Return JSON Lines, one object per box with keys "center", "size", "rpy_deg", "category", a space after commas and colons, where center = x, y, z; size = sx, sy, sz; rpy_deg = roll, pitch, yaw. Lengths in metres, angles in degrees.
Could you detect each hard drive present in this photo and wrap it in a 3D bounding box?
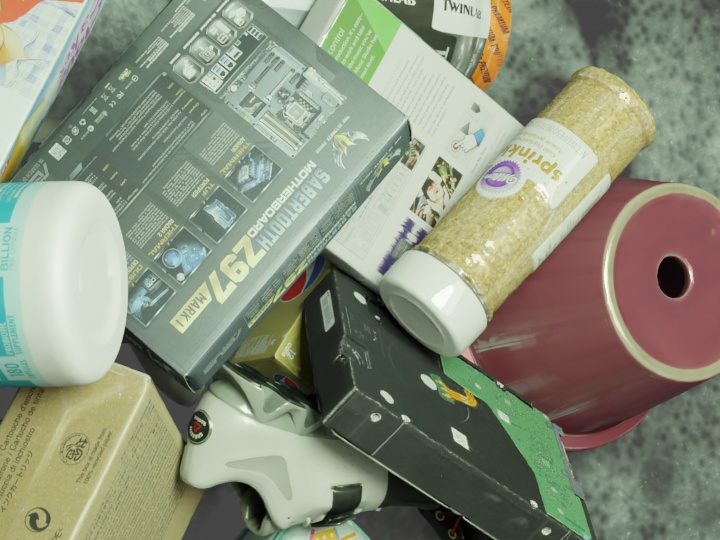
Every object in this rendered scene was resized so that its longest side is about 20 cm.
{"center": [0.053, 0.095, 1.424], "size": [0.199, 0.140, 0.038], "rpy_deg": [34, 112, -24], "category": "hard drive"}

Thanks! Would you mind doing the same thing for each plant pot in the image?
{"center": [0.159, 0.018, 1.537], "size": [0.199, 0.179, 0.202], "rpy_deg": [4, 82, -30], "category": "plant pot"}

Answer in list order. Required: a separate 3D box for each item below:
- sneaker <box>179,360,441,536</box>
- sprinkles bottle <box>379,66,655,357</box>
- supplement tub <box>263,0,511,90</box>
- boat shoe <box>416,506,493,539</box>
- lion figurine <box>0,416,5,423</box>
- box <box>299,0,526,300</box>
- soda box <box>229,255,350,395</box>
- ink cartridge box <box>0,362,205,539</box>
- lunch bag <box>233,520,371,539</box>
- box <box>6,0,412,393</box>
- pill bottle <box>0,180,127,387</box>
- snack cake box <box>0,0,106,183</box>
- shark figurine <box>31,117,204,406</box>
{"center": [-0.031, 0.123, 1.407], "size": [0.199, 0.074, 0.089], "rpy_deg": [25, 94, -37], "category": "sneaker"}
{"center": [0.099, -0.038, 1.440], "size": [0.200, 0.068, 0.068], "rpy_deg": [-47, 107, -19], "category": "sprinkles bottle"}
{"center": [-0.010, -0.168, 1.495], "size": [0.199, 0.122, 0.124], "rpy_deg": [5, 80, -29], "category": "supplement tub"}
{"center": [0.081, 0.153, 1.525], "size": [0.201, 0.074, 0.063], "rpy_deg": [44, 20, -20], "category": "boat shoe"}
{"center": [-0.260, 0.083, 1.350], "size": [0.122, 0.072, 0.201], "rpy_deg": [-31, 85, -20], "category": "lion figurine"}
{"center": [0.019, -0.066, 1.443], "size": [0.200, 0.036, 0.145], "rpy_deg": [37, 77, -35], "category": "box"}
{"center": [0.000, 0.000, 1.511], "size": [0.068, 0.064, 0.201], "rpy_deg": [41, 65, -21], "category": "soda box"}
{"center": [-0.173, 0.166, 1.325], "size": [0.075, 0.165, 0.201], "rpy_deg": [18, 67, 16], "category": "ink cartridge box"}
{"center": [-0.028, 0.253, 1.450], "size": [0.200, 0.077, 0.161], "rpy_deg": [47, 64, -17], "category": "lunch bag"}
{"center": [-0.091, -0.055, 1.339], "size": [0.157, 0.051, 0.200], "rpy_deg": [38, 82, 13], "category": "box"}
{"center": [-0.235, 0.009, 1.266], "size": [0.199, 0.111, 0.112], "rpy_deg": [-2, 90, 14], "category": "pill bottle"}
{"center": [-0.235, -0.127, 1.366], "size": [0.114, 0.067, 0.201], "rpy_deg": [25, 69, 0], "category": "snack cake box"}
{"center": [-0.156, -0.002, 1.388], "size": [0.089, 0.128, 0.215], "rpy_deg": [-32, 98, -20], "category": "shark figurine"}
